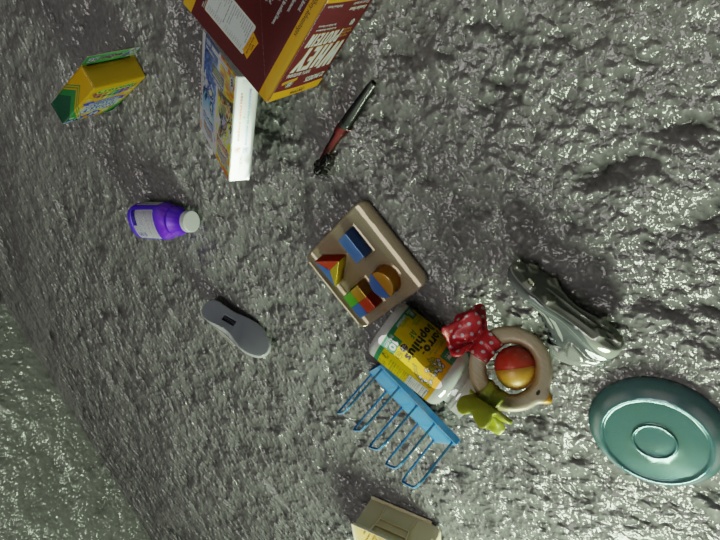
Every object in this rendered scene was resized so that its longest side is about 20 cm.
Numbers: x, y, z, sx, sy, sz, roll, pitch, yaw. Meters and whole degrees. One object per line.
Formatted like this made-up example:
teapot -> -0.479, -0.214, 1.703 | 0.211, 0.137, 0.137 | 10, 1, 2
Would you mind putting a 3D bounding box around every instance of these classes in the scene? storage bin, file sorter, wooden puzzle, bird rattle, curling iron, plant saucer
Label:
storage bin -> 0.093, 0.677, 1.280 | 0.195, 0.094, 0.204 | 10, 121, 31
file sorter -> 0.064, 0.295, 1.025 | 0.200, 0.123, 0.139 | 45, 163, 5
wooden puzzle -> 0.000, 0.000, 0.985 | 0.186, 0.046, 0.199 | 51, 132, 0
bird rattle -> 0.218, 0.151, 0.847 | 0.159, 0.205, 0.113 | -8, 157, 12
curling iron -> -0.025, -0.228, 0.881 | 0.201, 0.025, 0.050 | -50, 47, 38
plant saucer -> 0.454, 0.257, 0.824 | 0.197, 0.027, 0.204 | 18, 125, 27

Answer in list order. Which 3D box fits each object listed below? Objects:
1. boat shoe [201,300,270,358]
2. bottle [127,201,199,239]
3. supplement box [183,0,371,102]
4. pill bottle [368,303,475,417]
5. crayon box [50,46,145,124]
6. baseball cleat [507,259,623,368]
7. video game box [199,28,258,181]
boat shoe -> -0.292, 0.147, 1.275 | 0.197, 0.072, 0.070 | 29, 157, 14
bottle -> -0.451, -0.114, 1.227 | 0.196, 0.065, 0.085 | 4, 119, 34
supplement box -> -0.117, -0.401, 0.777 | 0.201, 0.133, 0.197 | 49, 132, 1
pill bottle -> 0.121, 0.162, 0.948 | 0.199, 0.113, 0.114 | 38, 131, 12
crayon box -> -0.530, -0.376, 1.091 | 0.197, 0.126, 0.052 | -19, 106, 41
baseball cleat -> 0.290, 0.076, 0.808 | 0.199, 0.069, 0.107 | 41, 139, 14
video game box -> -0.232, -0.288, 0.925 | 0.201, 0.046, 0.185 | 55, 144, 40
